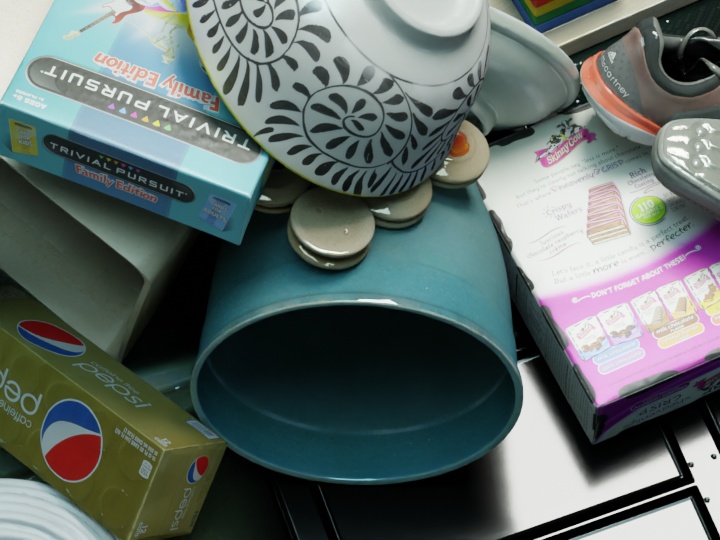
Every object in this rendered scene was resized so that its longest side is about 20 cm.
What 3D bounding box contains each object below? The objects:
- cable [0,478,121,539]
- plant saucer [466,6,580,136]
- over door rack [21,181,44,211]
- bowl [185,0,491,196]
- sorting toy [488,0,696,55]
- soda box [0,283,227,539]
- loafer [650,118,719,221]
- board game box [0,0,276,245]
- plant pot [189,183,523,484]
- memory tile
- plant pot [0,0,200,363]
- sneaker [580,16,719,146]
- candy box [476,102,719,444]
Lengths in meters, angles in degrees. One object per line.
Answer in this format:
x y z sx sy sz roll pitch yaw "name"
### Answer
-0.218 0.217 1.596 0.200 0.069 0.200 37 69 20 "cable"
0.039 -0.126 1.702 0.199 0.200 0.051 15 76 10 "plant saucer"
-0.175 -0.140 1.796 0.147 0.067 0.202 -14 76 -5 "over door rack"
0.008 -0.152 1.508 0.200 0.094 0.202 19 57 -32 "bowl"
0.150 -0.263 1.839 0.199 0.070 0.200 -24 63 -10 "sorting toy"
-0.179 0.085 1.636 0.199 0.064 0.068 34 110 30 "soda box"
0.265 -0.036 1.677 0.199 0.070 0.070 23 57 -13 "loafer"
-0.103 -0.126 1.540 0.150 0.047 0.201 20 52 2 "board game box"
0.000 0.000 1.643 0.198 0.201 0.189 0 54 2 "plant pot"
-0.032 -0.097 1.576 0.153 0.017 0.200 -33 68 -31 "memory tile"
-0.161 -0.092 1.658 0.200 0.200 0.177 40 70 3 "plant pot"
0.237 -0.106 1.699 0.199 0.082 0.077 16 42 -33 "sneaker"
0.163 -0.006 1.705 0.136 0.061 0.201 -22 64 -11 "candy box"
